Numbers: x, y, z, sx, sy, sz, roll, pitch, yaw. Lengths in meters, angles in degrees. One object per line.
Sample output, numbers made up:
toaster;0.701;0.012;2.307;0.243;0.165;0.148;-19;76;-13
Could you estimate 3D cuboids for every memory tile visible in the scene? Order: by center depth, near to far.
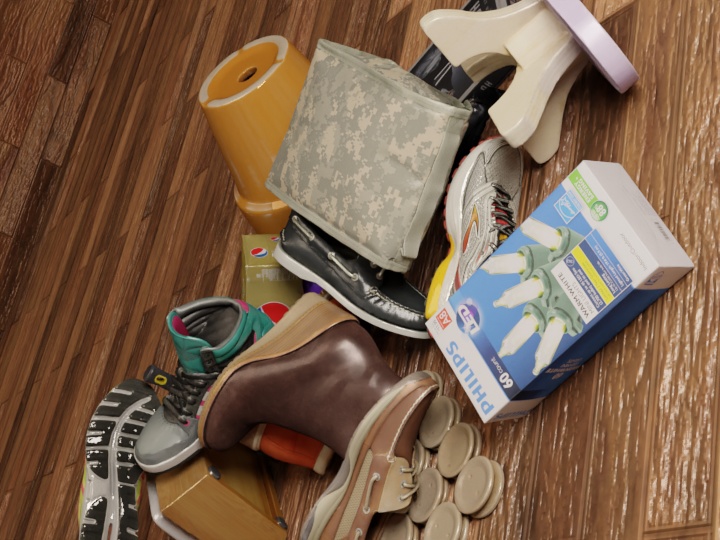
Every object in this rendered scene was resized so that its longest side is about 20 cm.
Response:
memory tile;0.055;0.190;1.029;0.154;0.017;0.200;-59;25;14

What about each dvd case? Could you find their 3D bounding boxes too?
dvd case;0.107;-0.223;1.284;0.200;0.025;0.151;-47;31;35

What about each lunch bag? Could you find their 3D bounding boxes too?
lunch bag;0.020;-0.108;1.094;0.200;0.117;0.165;40;113;46

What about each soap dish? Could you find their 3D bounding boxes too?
soap dish;-0.161;0.231;1.265;0.081;0.157;0.200;-42;30;8

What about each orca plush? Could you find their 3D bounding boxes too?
orca plush;0.099;-0.106;1.181;0.200;0.071;0.105;-40;-10;35

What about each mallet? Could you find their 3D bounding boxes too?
mallet;-0.143;0.141;1.250;0.066;0.200;0.041;-52;32;0

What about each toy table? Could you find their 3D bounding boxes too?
toy table;0.151;-0.190;1.014;0.117;0.184;0.200;-39;20;14

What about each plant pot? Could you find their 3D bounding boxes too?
plant pot;-0.090;-0.165;1.352;0.199;0.184;0.201;-23;36;19

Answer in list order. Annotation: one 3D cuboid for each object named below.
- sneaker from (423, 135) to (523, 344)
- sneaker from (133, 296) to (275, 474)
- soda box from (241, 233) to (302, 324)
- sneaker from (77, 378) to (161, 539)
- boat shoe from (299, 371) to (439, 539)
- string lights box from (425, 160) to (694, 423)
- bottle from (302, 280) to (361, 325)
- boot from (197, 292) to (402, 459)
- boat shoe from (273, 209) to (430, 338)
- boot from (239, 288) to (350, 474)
sneaker;0.122;-0.025;1.037;0.082;0.077;0.202;-6;70;53
sneaker;-0.169;0.103;1.146;0.083;0.121;0.200;30;71;37
soda box;-0.102;0.060;1.289;0.068;0.063;0.202;-107;19;-56
sneaker;-0.263;0.214;1.211;0.090;0.077;0.202;147;136;-67
boat shoe;0.022;0.181;1.008;0.072;0.076;0.201;35;110;21
string lights box;0.150;0.020;0.899;0.200;0.059;0.103;-48;60;32
bottle;-0.022;0.004;1.262;0.065;0.083;0.202;55;-136;-84
boot;-0.054;0.138;1.095;0.200;0.072;0.166;-50;61;8
boat shoe;0.000;0.000;1.131;0.075;0.199;0.061;-23;-44;-61
boot;-0.037;0.111;1.191;0.202;0.106;0.075;-66;-9;4
